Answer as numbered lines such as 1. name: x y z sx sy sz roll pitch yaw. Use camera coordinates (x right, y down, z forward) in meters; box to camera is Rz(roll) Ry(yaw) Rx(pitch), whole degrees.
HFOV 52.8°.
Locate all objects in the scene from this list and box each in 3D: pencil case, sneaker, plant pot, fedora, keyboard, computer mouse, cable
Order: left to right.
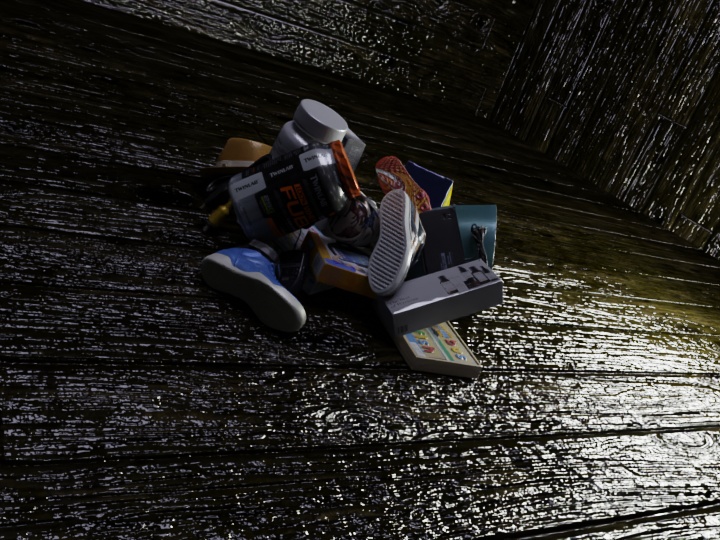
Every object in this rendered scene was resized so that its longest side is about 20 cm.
1. cable: -0.215 -0.151 1.302 0.050 0.198 0.098 43 27 -36
2. fedora: -0.235 -0.224 1.498 0.197 0.083 0.201 5 -4 0
3. sneaker: -0.142 0.016 1.132 0.198 0.078 0.111 25 35 26
4. computer mouse: -0.106 -0.040 1.234 0.058 0.203 0.034 -1 -31 24
5. pencil case: 0.013 -0.085 1.316 0.078 0.089 0.200 51 13 16
6. sneaker: 0.068 -0.036 1.232 0.077 0.203 0.079 -9 -35 32
7. sneaker: 0.089 -0.132 1.376 0.072 0.077 0.202 -22 55 2
8. plant pot: 0.173 -0.033 1.410 0.158 0.204 0.201 6 21 6
9. keyboard: 0.172 -0.016 1.291 0.125 0.204 0.021 -8 -10 -4

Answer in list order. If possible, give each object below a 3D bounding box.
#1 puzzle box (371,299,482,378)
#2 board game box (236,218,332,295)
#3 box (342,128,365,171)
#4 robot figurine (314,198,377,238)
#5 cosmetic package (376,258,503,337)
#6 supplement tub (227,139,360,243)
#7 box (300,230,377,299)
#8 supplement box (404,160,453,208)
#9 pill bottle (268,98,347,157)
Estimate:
1. puzzle box: 0.110 0.109 1.235 0.131 0.026 0.201 12 24 -26
2. board game box: -0.113 -0.045 1.314 0.200 0.034 0.134 44 29 19
3. box: -0.075 -0.217 1.575 0.048 0.202 0.159 12 24 -31
4. robot figurine: -0.045 -0.114 1.448 0.199 0.168 0.115 27 55 -37
5. cosmetic package: 0.132 0.043 1.209 0.197 0.051 0.083 -17 31 -13
6. supplement tub: -0.107 -0.132 1.194 0.197 0.124 0.123 -23 25 4
7. box: 0.000 0.000 1.268 0.197 0.042 0.119 16 23 -28
8. supplement box: 0.129 -0.138 1.590 0.108 0.111 0.200 25 -11 9
9. pill bottle: -0.109 -0.194 1.301 0.112 0.201 0.114 26 27 -15
